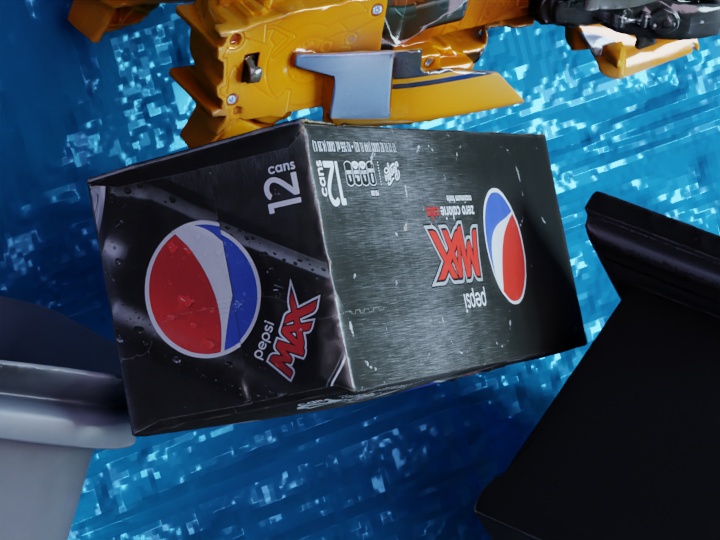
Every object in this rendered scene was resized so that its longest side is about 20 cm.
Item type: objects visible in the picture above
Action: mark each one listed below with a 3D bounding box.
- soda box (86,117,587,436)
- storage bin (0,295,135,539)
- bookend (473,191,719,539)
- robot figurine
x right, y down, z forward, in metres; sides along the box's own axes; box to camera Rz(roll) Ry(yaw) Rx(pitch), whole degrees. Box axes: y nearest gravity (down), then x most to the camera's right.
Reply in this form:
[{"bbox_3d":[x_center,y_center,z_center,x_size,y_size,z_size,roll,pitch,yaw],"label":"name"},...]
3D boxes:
[{"bbox_3d":[0.000,0.000,0.799,0.200,0.063,0.071,-5,84,-68],"label":"soda box"},{"bbox_3d":[-0.163,0.071,0.741,0.199,0.145,0.135,8,97,-29],"label":"storage bin"},{"bbox_3d":[0.082,0.122,0.851,0.200,0.092,0.199,-55,142,-18],"label":"bookend"},{"bbox_3d":[0.021,-0.091,0.849,0.199,0.145,0.058,-11,128,-29],"label":"robot figurine"}]
